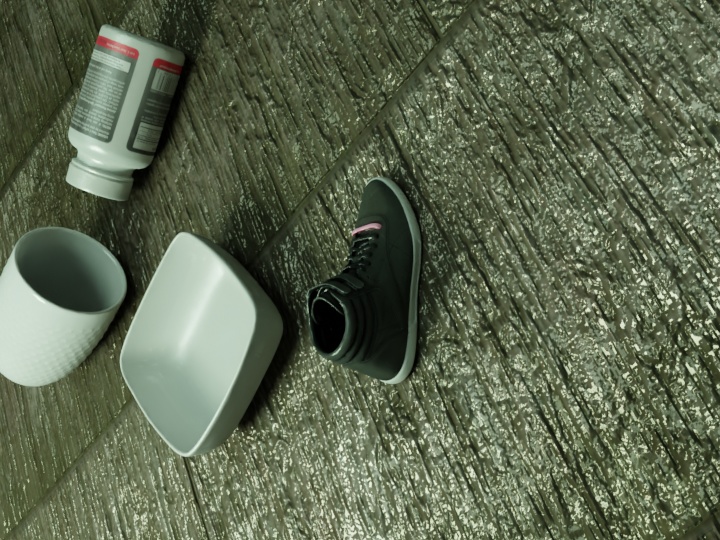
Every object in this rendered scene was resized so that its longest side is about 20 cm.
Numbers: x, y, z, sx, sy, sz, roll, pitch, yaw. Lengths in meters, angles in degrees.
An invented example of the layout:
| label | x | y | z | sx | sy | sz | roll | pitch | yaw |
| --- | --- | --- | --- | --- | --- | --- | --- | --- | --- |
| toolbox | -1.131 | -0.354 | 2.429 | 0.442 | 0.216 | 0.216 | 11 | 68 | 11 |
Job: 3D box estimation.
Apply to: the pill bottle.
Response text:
| label | x | y | z | sx | sy | sz | roll | pitch | yaw |
| --- | --- | --- | --- | --- | --- | --- | --- | --- | --- |
| pill bottle | -0.301 | -0.195 | 1.334 | 0.110 | 0.110 | 0.202 | 28 | 101 | 45 |

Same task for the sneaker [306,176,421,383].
| label | x | y | z | sx | sy | sz | roll | pitch | yaw |
| --- | --- | --- | --- | --- | --- | --- | --- | --- | --- |
| sneaker | 0.000 | 0.000 | 0.991 | 0.070 | 0.099 | 0.203 | -16 | 68 | 44 |

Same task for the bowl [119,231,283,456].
| label | x | y | z | sx | sy | sz | roll | pitch | yaw |
| --- | --- | --- | --- | --- | --- | --- | --- | --- | --- |
| bowl | -0.165 | 0.080 | 1.161 | 0.200 | 0.074 | 0.201 | 43 | 112 | 43 |

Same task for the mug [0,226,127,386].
| label | x | y | z | sx | sy | sz | roll | pitch | yaw |
| --- | --- | --- | --- | --- | --- | --- | --- | --- | --- |
| mug | -0.396 | 0.043 | 1.374 | 0.176 | 0.147 | 0.201 | -53 | 18 | 32 |
